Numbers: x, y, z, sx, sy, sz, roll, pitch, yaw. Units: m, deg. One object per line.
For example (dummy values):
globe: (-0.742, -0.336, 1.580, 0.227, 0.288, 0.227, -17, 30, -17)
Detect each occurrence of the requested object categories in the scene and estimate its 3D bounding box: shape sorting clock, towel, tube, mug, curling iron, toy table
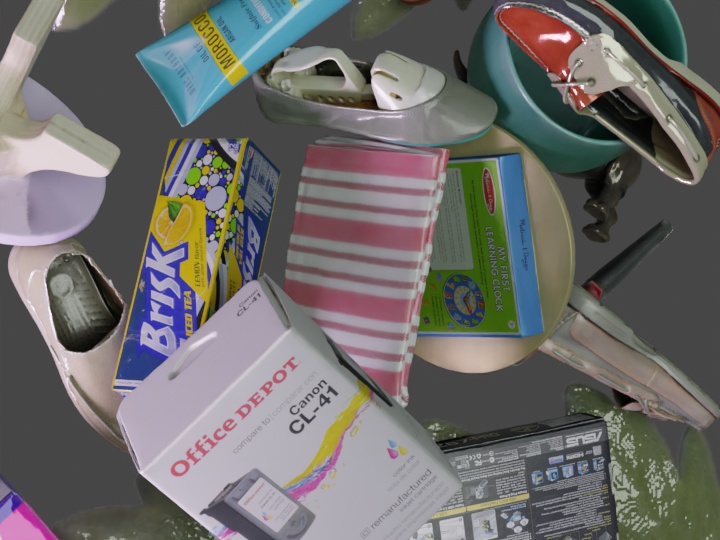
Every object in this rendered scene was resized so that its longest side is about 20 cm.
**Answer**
shape sorting clock: (0.077, -0.020, 1.318, 0.039, 0.199, 0.202, -19, 100, -49)
towel: (0.000, 0.000, 1.306, 0.030, 0.146, 0.202, 9, 91, -43)
tube: (-0.070, -0.192, 1.292, 0.199, 0.050, 0.078, -35, 60, 1)
mug: (0.160, -0.168, 1.314, 0.151, 0.114, 0.187, 13, 73, -14)
curling iron: (0.185, 0.014, 1.429, 0.199, 0.026, 0.050, -32, 106, -15)
toy table: (-0.265, -0.104, 1.193, 0.198, 0.117, 0.185, 18, 68, -13)

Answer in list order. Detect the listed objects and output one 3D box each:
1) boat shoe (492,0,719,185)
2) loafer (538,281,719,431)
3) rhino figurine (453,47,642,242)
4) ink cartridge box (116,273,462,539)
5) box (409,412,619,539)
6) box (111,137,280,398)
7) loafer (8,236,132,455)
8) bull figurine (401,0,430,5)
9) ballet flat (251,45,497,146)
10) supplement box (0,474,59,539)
boat shoe: (0.173, -0.136, 1.212, 0.199, 0.071, 0.063, 33, 66, -15)
loafer: (0.218, 0.082, 1.421, 0.200, 0.072, 0.063, 38, 95, -29)
rhino figurine: (0.149, -0.115, 1.391, 0.199, 0.060, 0.088, 37, 65, -16)
ink cartridge box: (-0.048, 0.126, 1.186, 0.148, 0.086, 0.200, -44, 123, 4)
box: (0.115, 0.214, 1.405, 0.198, 0.049, 0.163, -10, 95, -19)
box: (-0.119, 0.006, 1.260, 0.064, 0.069, 0.202, 44, 53, -56)
loafer: (-0.194, 0.059, 1.277, 0.075, 0.068, 0.201, -37, 104, -14)
bull figurine: (0.065, -0.296, 1.308, 0.121, 0.065, 0.200, 35, 118, -7)
ballet flat: (0.004, -0.135, 1.279, 0.068, 0.198, 0.064, -61, 147, -35)
supplement box: (-0.234, 0.261, 1.257, 0.101, 0.103, 0.200, -41, 104, -14)
